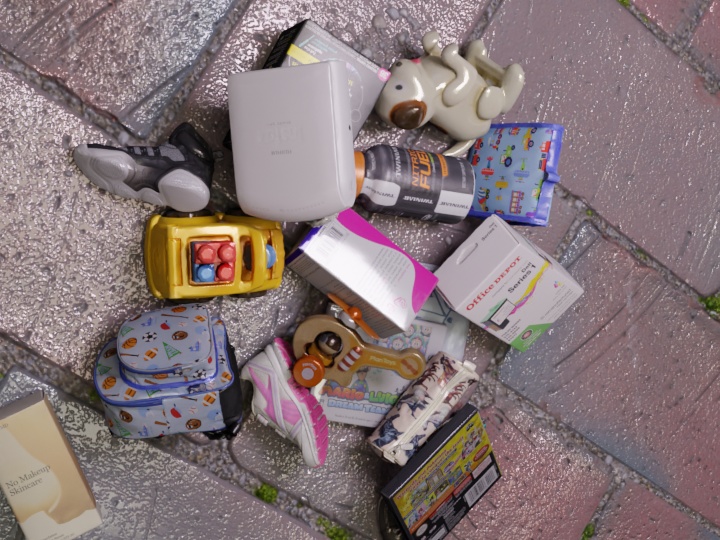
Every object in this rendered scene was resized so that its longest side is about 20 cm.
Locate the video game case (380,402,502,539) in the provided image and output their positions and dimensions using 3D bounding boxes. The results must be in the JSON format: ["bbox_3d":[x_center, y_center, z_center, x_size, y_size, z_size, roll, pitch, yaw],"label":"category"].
[{"bbox_3d":[0.131,0.332,1.497,0.200,0.025,0.181,-41,133,-21],"label":"video game case"}]

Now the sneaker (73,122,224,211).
[{"bbox_3d":[-0.292,-0.158,1.347,0.200,0.076,0.114,17,54,4],"label":"sneaker"}]

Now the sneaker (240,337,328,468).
[{"bbox_3d":[-0.114,0.207,1.437,0.088,0.081,0.200,-26,82,11],"label":"sneaker"}]

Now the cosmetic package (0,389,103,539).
[{"bbox_3d":[-0.446,0.280,1.330,0.105,0.071,0.200,-26,104,-16],"label":"cosmetic package"}]

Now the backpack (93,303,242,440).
[{"bbox_3d":[-0.269,0.145,1.321,0.190,0.200,0.154,-16,120,-3],"label":"backpack"}]

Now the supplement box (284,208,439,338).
[{"bbox_3d":[0.000,0.000,1.427,0.200,0.103,0.101,38,69,-7],"label":"supplement box"}]

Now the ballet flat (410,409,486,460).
[{"bbox_3d":[0.122,0.307,1.552,0.072,0.072,0.200,43,77,-18],"label":"ballet flat"}]

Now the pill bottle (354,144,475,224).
[{"bbox_3d":[0.065,-0.134,1.462,0.200,0.106,0.106,6,93,-21],"label":"pill bottle"}]

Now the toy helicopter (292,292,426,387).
[{"bbox_3d":[0.000,0.112,1.407,0.200,0.079,0.132,12,105,1],"label":"toy helicopter"}]

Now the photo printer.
[{"bbox_3d":[-0.089,-0.164,1.248,0.166,0.069,0.200,-1,96,24],"label":"photo printer"}]

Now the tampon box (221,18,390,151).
[{"bbox_3d":[-0.081,-0.233,1.387,0.150,0.126,0.200,29,85,-20],"label":"tampon box"}]

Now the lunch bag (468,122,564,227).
[{"bbox_3d":[0.244,-0.148,1.475,0.094,0.200,0.151,12,91,-20],"label":"lunch bag"}]

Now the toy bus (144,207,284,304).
[{"bbox_3d":[-0.187,-0.020,1.335,0.200,0.192,0.136,-3,95,-21],"label":"toy bus"}]

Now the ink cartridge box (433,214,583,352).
[{"bbox_3d":[0.230,0.024,1.492,0.145,0.084,0.200,-47,134,13],"label":"ink cartridge box"}]

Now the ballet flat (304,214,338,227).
[{"bbox_3d":[-0.053,-0.160,1.312,0.072,0.072,0.200,0,99,-20],"label":"ballet flat"}]

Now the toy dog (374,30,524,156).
[{"bbox_3d":[0.110,-0.267,1.453,0.200,0.140,0.194,-4,134,-33],"label":"toy dog"}]

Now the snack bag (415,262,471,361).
[{"bbox_3d":[0.093,0.087,1.539,0.188,0.021,0.200,9,95,-20],"label":"snack bag"}]

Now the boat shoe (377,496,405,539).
[{"bbox_3d":[0.077,0.455,1.548,0.067,0.057,0.200,-15,100,-18],"label":"boat shoe"}]

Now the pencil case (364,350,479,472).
[{"bbox_3d":[0.097,0.213,1.475,0.078,0.089,0.200,43,84,-19],"label":"pencil case"}]

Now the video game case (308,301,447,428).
[{"bbox_3d":[0.024,0.155,1.501,0.200,0.024,0.182,12,95,-18],"label":"video game case"}]
